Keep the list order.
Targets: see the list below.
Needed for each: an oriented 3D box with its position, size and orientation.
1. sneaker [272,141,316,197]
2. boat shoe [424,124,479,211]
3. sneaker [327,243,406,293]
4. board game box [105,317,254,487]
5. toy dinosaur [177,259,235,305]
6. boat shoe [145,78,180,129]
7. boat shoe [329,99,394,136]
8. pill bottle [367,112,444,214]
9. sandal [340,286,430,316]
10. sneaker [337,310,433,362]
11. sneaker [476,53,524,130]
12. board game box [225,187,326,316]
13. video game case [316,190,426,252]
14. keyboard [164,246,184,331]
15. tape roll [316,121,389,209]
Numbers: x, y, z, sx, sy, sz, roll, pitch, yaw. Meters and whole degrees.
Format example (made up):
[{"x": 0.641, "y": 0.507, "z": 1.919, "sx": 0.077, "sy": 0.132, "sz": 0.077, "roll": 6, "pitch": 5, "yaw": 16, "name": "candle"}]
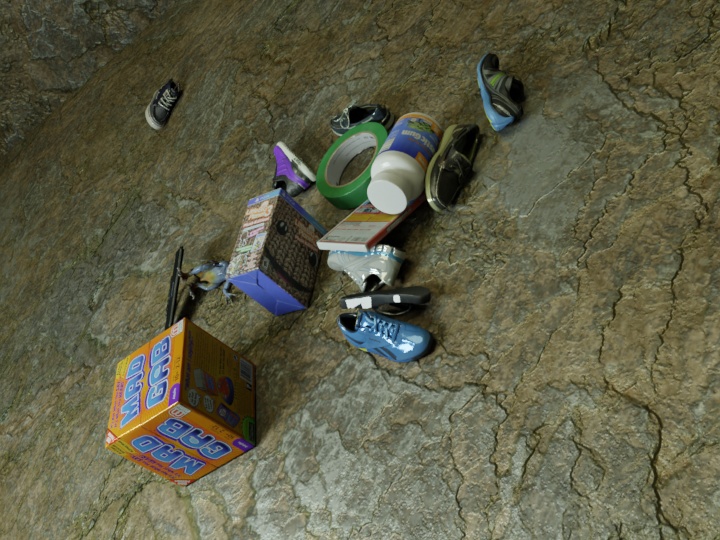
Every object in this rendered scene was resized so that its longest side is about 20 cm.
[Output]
[{"x": -0.181, "y": -0.235, "z": 1.930, "sx": 0.100, "sy": 0.069, "sz": 0.200, "roll": -49, "pitch": 37, "yaw": 5, "name": "sneaker"}, {"x": 0.179, "y": -0.204, "z": 1.537, "sx": 0.066, "sy": 0.072, "sz": 0.203, "roll": -13, "pitch": 46, "yaw": 44, "name": "boat shoe"}, {"x": 0.000, "y": 0.000, "z": 1.552, "sx": 0.199, "sy": 0.074, "sz": 0.088, "roll": -2, "pitch": 72, "yaw": 50, "name": "sneaker"}, {"x": -0.343, "y": 0.259, "z": 1.570, "sx": 0.199, "sy": 0.200, "sz": 0.201, "roll": -32, "pitch": 40, "yaw": 22, "name": "board game box"}, {"x": -0.331, "y": -0.008, "z": 1.884, "sx": 0.179, "sy": 0.106, "sz": 0.201, "roll": -21, "pitch": 29, "yaw": 4, "name": "toy dinosaur"}, {"x": -0.650, "y": -0.557, "z": 2.669, "sx": 0.092, "sy": 0.074, "sz": 0.202, "roll": -36, "pitch": 38, "yaw": 30, "name": "boat shoe"}, {"x": -0.009, "y": -0.351, "z": 1.858, "sx": 0.199, "sy": 0.062, "sz": 0.075, "roll": 14, "pitch": 71, "yaw": 50, "name": "boat shoe"}, {"x": 0.086, "y": -0.206, "z": 1.566, "sx": 0.111, "sy": 0.112, "sz": 0.201, "roll": -12, "pitch": 38, "yaw": 39, "name": "pill bottle"}, {"x": 0.050, "y": 0.059, "z": 1.463, "sx": 0.199, "sy": 0.076, "sz": 0.043, "roll": -7, "pitch": 96, "yaw": 44, "name": "sandal"}, {"x": 0.036, "y": 0.110, "z": 1.415, "sx": 0.199, "sy": 0.078, "sz": 0.066, "roll": 7, "pitch": 62, "yaw": 46, "name": "sneaker"}, {"x": 0.276, "y": -0.352, "z": 1.576, "sx": 0.082, "sy": 0.071, "sz": 0.201, "roll": -19, "pitch": 47, "yaw": 15, "name": "sneaker"}, {"x": -0.171, "y": -0.036, "z": 1.679, "sx": 0.096, "sy": 0.159, "sz": 0.202, "roll": -14, "pitch": 50, "yaw": 36, "name": "board game box"}, {"x": 0.025, "y": -0.100, "z": 1.583, "sx": 0.142, "sy": 0.018, "sz": 0.200, "roll": 5, "pitch": 38, "yaw": 47, "name": "video game case"}, {"x": -0.448, "y": 0.050, "z": 1.944, "sx": 0.127, "sy": 0.020, "sz": 0.203, "roll": 156, "pitch": 122, "yaw": -67, "name": "keyboard"}, {"x": -0.007, "y": -0.231, "z": 1.768, "sx": 0.199, "sy": 0.048, "sz": 0.202, "roll": -27, "pitch": 43, "yaw": 28, "name": "tape roll"}]
